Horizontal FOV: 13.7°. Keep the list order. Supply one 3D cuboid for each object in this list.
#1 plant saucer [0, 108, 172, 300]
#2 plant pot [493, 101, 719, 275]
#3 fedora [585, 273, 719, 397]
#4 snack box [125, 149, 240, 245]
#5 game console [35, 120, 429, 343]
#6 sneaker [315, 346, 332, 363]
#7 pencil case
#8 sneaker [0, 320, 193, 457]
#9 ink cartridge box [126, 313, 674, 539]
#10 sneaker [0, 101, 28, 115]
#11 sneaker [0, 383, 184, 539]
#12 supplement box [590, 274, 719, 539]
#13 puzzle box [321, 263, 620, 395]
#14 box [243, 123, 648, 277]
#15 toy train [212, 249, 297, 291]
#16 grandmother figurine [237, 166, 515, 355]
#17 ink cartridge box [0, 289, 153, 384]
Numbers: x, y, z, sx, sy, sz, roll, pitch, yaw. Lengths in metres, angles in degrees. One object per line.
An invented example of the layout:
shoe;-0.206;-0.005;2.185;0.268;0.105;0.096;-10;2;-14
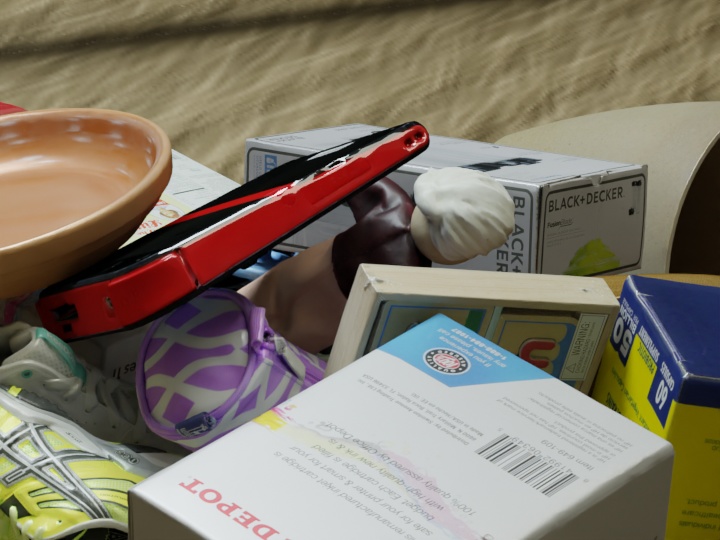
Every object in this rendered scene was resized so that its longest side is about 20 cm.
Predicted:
plant saucer;-0.193;-0.030;1.567;0.199;0.038;0.200;-9;23;4
plant pot;0.169;-0.026;1.882;0.199;0.189;0.187;13;16;42
fedora;0.128;0.051;1.551;0.199;0.082;0.201;-4;-7;-1
snack box;-0.149;-0.028;1.853;0.116;0.037;0.199;28;26;33
game console;-0.068;-0.017;1.511;0.176;0.031;0.200;-28;6;-20
sneaker;0.028;0.078;1.635;0.199;0.089;0.074;25;23;24
pencil case;-0.027;0.075;1.506;0.200;0.085;0.084;34;34;-48
sneaker;-0.150;0.067;1.517;0.199;0.089;0.075;11;38;-3
ink cartridge box;0.016;0.143;1.328;0.146;0.147;0.199;29;41;35
sneaker;-0.284;-0.080;1.880;0.115;0.079;0.199;21;9;40
sneaker;-0.158;0.111;1.463;0.199;0.076;0.076;13;29;12
supplement box;0.165;0.120;1.453;0.109;0.201;0.109;7;23;-15
puzzle box;0.035;0.088;1.459;0.132;0.201;0.025;3;33;-24
box;0.046;-0.037;1.664;0.199;0.061;0.116;9;12;34
toy train;-0.039;0.012;1.766;0.199;0.087;0.114;-6;20;-36
grandmother figurine;0.000;0.000;1.585;0.060;0.199;0.122;9;60;-48
ink cartridge box;-0.154;0.037;1.651;0.199;0.068;0.117;25;24;27
